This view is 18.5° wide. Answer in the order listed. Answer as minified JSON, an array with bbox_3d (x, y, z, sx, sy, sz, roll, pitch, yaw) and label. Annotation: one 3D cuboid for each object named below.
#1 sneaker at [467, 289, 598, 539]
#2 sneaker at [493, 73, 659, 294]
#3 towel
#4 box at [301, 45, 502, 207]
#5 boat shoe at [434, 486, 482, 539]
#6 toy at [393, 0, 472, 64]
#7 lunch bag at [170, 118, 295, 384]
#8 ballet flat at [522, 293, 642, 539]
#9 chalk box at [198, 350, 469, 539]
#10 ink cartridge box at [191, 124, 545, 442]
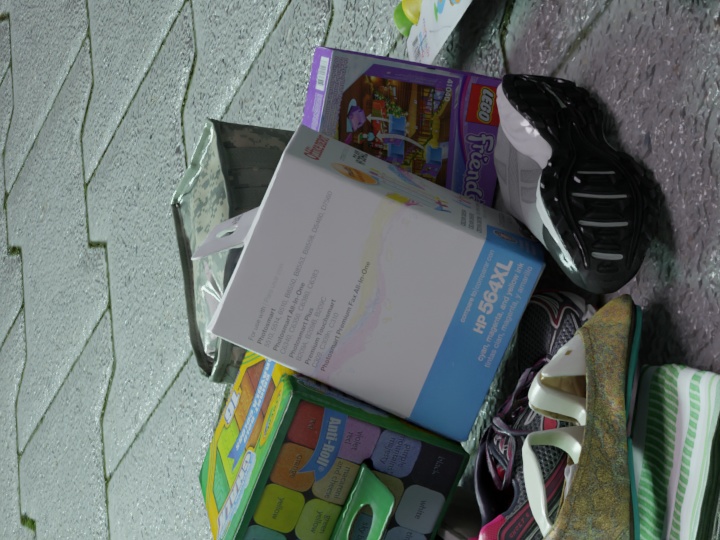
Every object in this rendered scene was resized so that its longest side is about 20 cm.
[{"bbox_3d":[0.107,0.094,1.316,0.081,0.074,0.201,125,156,-49],"label":"sneaker"},{"bbox_3d":[0.128,-0.043,1.347,0.200,0.074,0.080,-107,24,-55],"label":"sneaker"},{"bbox_3d":[0.165,0.127,1.176,0.200,0.023,0.153,-155,74,-87],"label":"towel"},{"bbox_3d":[0.019,-0.042,1.496,0.039,0.136,0.201,-153,73,-67],"label":"box"},{"bbox_3d":[0.063,0.181,1.410,0.200,0.071,0.060,-155,77,-70],"label":"boat shoe"},{"bbox_3d":[0.078,-0.223,1.531,0.200,0.047,0.116,132,136,-57],"label":"toy"},{"bbox_3d":[-0.039,0.001,1.582,0.118,0.163,0.201,120,148,-44],"label":"lunch bag"},{"bbox_3d":[0.124,0.088,1.234,0.071,0.070,0.201,125,159,-46],"label":"ballet flat"},{"bbox_3d":[-0.018,0.131,1.383,0.200,0.123,0.125,-122,54,-73],"label":"chalk box"},{"bbox_3d":[0.000,0.000,1.389,0.129,0.199,0.126,-77,11,-79],"label":"ink cartridge box"}]
